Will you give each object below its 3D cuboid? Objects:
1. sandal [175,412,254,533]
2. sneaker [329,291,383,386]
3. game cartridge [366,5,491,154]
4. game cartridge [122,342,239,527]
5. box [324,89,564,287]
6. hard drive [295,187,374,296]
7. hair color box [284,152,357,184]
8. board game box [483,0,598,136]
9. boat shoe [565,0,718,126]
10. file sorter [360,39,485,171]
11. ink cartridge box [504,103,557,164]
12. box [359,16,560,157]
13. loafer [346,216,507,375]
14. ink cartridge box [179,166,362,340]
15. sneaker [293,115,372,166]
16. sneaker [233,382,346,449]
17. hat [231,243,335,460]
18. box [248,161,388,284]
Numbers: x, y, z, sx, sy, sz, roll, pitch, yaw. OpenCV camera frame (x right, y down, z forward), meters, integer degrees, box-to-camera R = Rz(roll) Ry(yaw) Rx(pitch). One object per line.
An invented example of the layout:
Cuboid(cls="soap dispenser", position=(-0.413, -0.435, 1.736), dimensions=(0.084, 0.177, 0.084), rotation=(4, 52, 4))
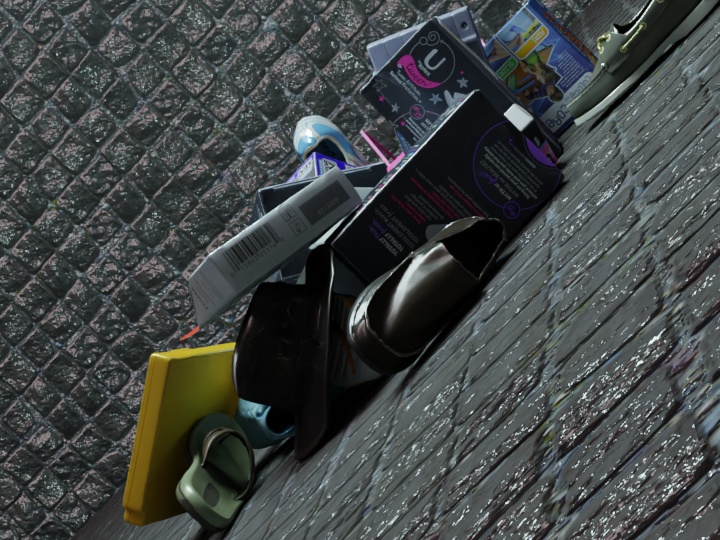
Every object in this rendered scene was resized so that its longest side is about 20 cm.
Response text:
Cuboid(cls="sandal", position=(-0.132, 0.193, 1.626), dimensions=(0.057, 0.080, 0.201), rotation=(-50, 11, 14))
Cuboid(cls="sneaker", position=(0.000, 0.061, 1.566), dimensions=(0.200, 0.077, 0.079), rotation=(-134, 57, -70))
Cuboid(cls="game cartridge", position=(0.098, -0.185, 1.879), dimensions=(0.129, 0.201, 0.038), rotation=(-21, 14, 7))
Cuboid(cls="game cartridge", position=(-0.181, 0.167, 1.716), dimensions=(0.200, 0.032, 0.177), rotation=(0, -78, -69))
Cuboid(cls="box", position=(0.077, -0.056, 1.554), dimensions=(0.200, 0.122, 0.106), rotation=(-46, 5, -3))
Cuboid(cls="hard drive", position=(0.000, 0.000, 1.693), dimensions=(0.131, 0.027, 0.200), rotation=(-1, -48, -38))
Cuboid(cls="hair color box", position=(0.001, -0.063, 1.990), dimensions=(0.109, 0.199, 0.065), rotation=(-43, 43, 40))
Cuboid(cls="board game box", position=(0.179, -0.201, 1.907), dimensions=(0.200, 0.135, 0.034), rotation=(-43, 5, 31))
Cuboid(cls="boat shoe", position=(0.277, -0.231, 1.664), dimensions=(0.202, 0.060, 0.072), rotation=(-45, 3, 21))
Cuboid(cls="file sorter", position=(0.119, -0.187, 2.059), dimensions=(0.200, 0.139, 0.126), rotation=(-46, 42, 9))
Cuboid(cls="ink cartridge box", position=(0.110, -0.069, 1.657), dimensions=(0.200, 0.037, 0.095), rotation=(-45, -32, -1))
Cuboid(cls="box", position=(0.112, -0.169, 1.792), dimensions=(0.115, 0.200, 0.132), rotation=(-44, 4, 11))
Cuboid(cls="loafer", position=(0.059, 0.009, 1.401), dimensions=(0.200, 0.073, 0.071), rotation=(-49, 2, -40))
Cuboid(cls="ink cartridge box", position=(-0.100, -0.013, 1.575), dimensions=(0.160, 0.047, 0.200), rotation=(-38, 1, -26))
Cuboid(cls="sneaker", position=(-0.009, -0.109, 2.027), dimensions=(0.072, 0.200, 0.073), rotation=(-34, 31, 28))
Cuboid(cls="sneaker", position=(-0.088, 0.142, 1.684), dimensions=(0.082, 0.074, 0.200), rotation=(-45, 0, -44))
Cuboid(cls="hat", position=(-0.076, 0.072, 1.517), dimensions=(0.201, 0.081, 0.202), rotation=(-174, 90, -77))
Cuboid(cls="box", position=(-0.041, -0.028, 1.818), dimensions=(0.147, 0.105, 0.200), rotation=(-13, -12, -13))
